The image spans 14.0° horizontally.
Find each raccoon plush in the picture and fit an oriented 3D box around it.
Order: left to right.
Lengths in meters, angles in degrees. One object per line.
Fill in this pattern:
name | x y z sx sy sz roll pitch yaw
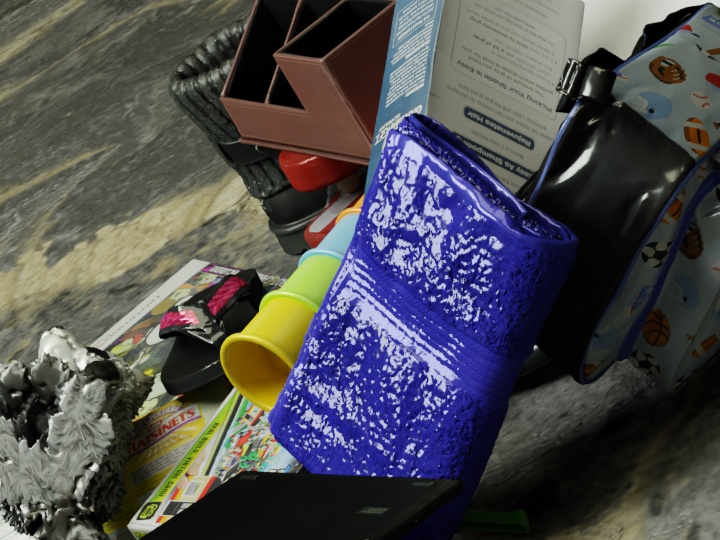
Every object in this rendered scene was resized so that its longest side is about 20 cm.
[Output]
raccoon plush | -0.170 0.130 1.725 0.096 0.201 0.134 0 -7 13

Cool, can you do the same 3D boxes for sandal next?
sandal | -0.095 0.028 1.817 0.075 0.045 0.200 -24 16 4

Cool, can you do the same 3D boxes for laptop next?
laptop | -0.055 0.198 1.477 0.200 0.116 0.187 -33 19 -35

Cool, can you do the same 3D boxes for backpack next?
backpack | 0.167 -0.046 1.559 0.191 0.154 0.200 -49 -9 -45

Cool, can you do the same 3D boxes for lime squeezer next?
lime squeezer | -0.001 0.153 1.579 0.200 0.038 0.071 -25 53 15

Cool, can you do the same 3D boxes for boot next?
boot | -0.010 -0.125 2.011 0.211 0.158 0.079 -33 21 -4

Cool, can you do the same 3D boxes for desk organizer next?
desk organizer | -0.025 -0.123 1.826 0.072 0.077 0.200 -39 22 -18

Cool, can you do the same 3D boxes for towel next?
towel | 0.025 0.035 1.519 0.049 0.200 0.148 5 25 -38

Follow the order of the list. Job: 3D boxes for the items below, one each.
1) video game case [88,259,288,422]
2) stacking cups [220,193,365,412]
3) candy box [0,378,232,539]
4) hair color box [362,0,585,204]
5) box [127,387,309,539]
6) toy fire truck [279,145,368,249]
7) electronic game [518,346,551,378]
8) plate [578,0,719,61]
video game case | -0.122 0.067 1.910 0.181 0.036 0.200 -41 23 -19
stacking cups | 0.000 0.000 1.684 0.060 0.061 0.200 -7 31 46
candy box | -0.154 0.148 1.752 0.200 0.026 0.102 -29 40 7
hair color box | 0.063 -0.081 1.675 0.060 0.100 0.200 -32 41 49
box | -0.035 0.088 1.676 0.110 0.035 0.200 1 45 48
toy fire truck | 0.060 -0.067 1.853 0.200 0.112 0.168 -41 24 -26
electronic game | 0.113 0.000 1.733 0.200 0.042 0.200 -35 18 14
plate | 0.140 -0.135 1.733 0.200 0.032 0.200 -49 30 24
